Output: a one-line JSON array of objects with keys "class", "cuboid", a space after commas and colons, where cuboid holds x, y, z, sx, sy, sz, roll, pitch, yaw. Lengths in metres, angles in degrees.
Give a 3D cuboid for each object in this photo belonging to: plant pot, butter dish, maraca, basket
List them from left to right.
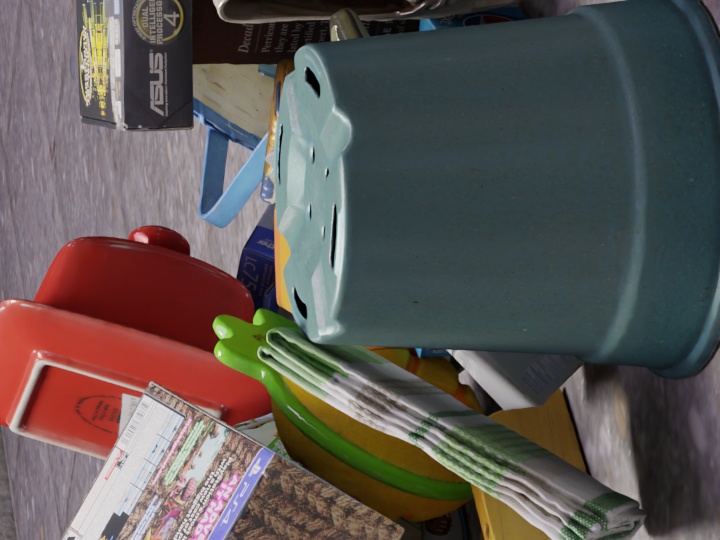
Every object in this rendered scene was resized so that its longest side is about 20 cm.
[{"class": "butter dish", "cuboid": [-0.150, 0.038, 1.943, 0.200, 0.198, 0.149, 120, 165, -60]}, {"class": "basket", "cuboid": [-0.057, -0.142, 1.953, 0.177, 0.139, 0.201, -49, 28, 29]}, {"class": "maraca", "cuboid": [-0.004, 0.081, 1.756, 0.200, 0.137, 0.107, 35, 109, 25]}, {"class": "plant pot", "cuboid": [0.066, -0.040, 1.443, 0.200, 0.195, 0.202, 177, 90, -75]}]

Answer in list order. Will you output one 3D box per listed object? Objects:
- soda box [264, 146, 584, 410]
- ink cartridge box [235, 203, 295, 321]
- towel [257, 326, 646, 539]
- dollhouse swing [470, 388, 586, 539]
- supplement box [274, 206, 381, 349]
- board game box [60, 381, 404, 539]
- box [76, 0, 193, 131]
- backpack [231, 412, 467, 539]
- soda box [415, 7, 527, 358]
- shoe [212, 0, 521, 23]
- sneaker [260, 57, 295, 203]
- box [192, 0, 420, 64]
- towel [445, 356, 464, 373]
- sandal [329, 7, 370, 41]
[{"class": "soda box", "cuboid": [0.042, -0.015, 1.574, 0.200, 0.063, 0.068, 46, 167, -8]}, {"class": "ink cartridge box", "cuboid": [-0.051, -0.012, 2.025, 0.120, 0.042, 0.201, 103, -171, -46]}, {"class": "towel", "cuboid": [0.048, 0.088, 1.479, 0.031, 0.199, 0.149, -62, -13, 3]}, {"class": "dollhouse swing", "cuboid": [0.031, 0.196, 1.650, 0.201, 0.175, 0.182, 103, 159, -48]}, {"class": "supplement box", "cuboid": [0.000, 0.000, 1.710, 0.200, 0.068, 0.067, -149, 57, -75]}, {"class": "board game box", "cuboid": [-0.089, 0.173, 1.658, 0.160, 0.097, 0.200, -60, 26, -4]}, {"class": "box", "cuboid": [-0.135, -0.184, 1.702, 0.161, 0.049, 0.202, -162, 70, -72]}, {"class": "backpack", "cuboid": [-0.031, 0.168, 1.851, 0.201, 0.190, 0.154, 66, 153, 10]}, {"class": "soda box", "cuboid": [0.065, -0.052, 1.705, 0.068, 0.064, 0.201, -117, 29, -60]}, {"class": "shoe", "cuboid": [0.011, -0.164, 1.630, 0.054, 0.198, 0.070, -89, -2, -47]}, {"class": "sneaker", "cuboid": [-0.015, -0.079, 1.771, 0.200, 0.087, 0.076, 134, 141, -84]}, {"class": "box", "cuboid": [-0.018, -0.237, 1.735, 0.165, 0.199, 0.167, 103, 160, -46]}, {"class": "towel", "cuboid": [0.045, -0.040, 1.866, 0.200, 0.023, 0.153, -115, 26, -56]}, {"class": "sandal", "cuboid": [0.058, -0.074, 1.613, 0.201, 0.057, 0.080, 43, 166, 5]}]
